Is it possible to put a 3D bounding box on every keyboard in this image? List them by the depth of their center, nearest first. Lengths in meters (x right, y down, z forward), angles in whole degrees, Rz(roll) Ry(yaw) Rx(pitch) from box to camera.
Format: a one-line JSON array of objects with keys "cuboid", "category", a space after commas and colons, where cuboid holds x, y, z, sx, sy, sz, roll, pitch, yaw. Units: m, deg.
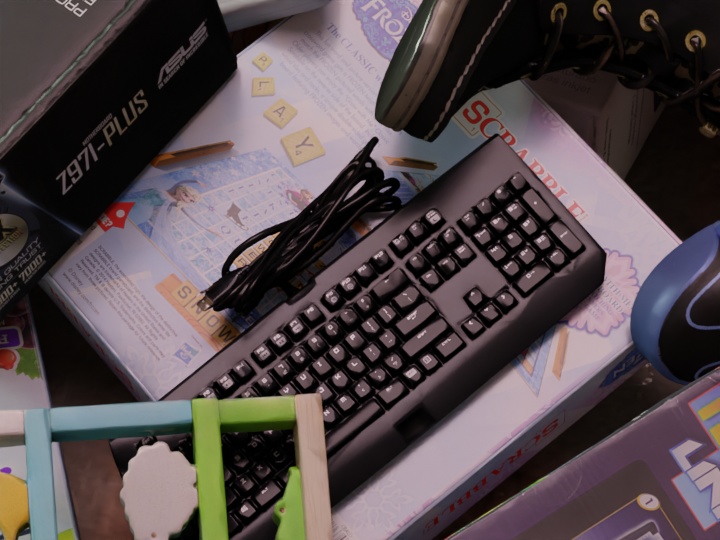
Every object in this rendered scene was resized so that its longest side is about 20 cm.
[{"cuboid": [-0.010, 0.020, 1.000, 0.200, 0.040, 0.104, -39, 72, -13], "category": "keyboard"}]

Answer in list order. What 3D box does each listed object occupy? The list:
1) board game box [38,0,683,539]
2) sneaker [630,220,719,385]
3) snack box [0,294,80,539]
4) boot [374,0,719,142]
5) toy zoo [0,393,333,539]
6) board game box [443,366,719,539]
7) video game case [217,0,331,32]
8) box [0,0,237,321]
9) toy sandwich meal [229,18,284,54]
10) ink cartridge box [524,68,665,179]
[{"cuboid": [0.000, 0.000, 1.052, 0.200, 0.041, 0.200, -37, 71, -12], "category": "board game box"}, {"cuboid": [0.202, 0.007, 0.986, 0.200, 0.070, 0.078, -17, 27, -1], "category": "sneaker"}, {"cuboid": [-0.183, 0.090, 1.026, 0.142, 0.053, 0.200, -10, 48, -8], "category": "snack box"}, {"cuboid": [0.105, -0.087, 1.039, 0.154, 0.073, 0.204, 34, 43, 0], "category": "boot"}, {"cuboid": [-0.108, 0.114, 0.947, 0.200, 0.020, 0.131, -4, 76, -8], "category": "toy zoo"}, {"cuboid": [0.107, 0.156, 0.880, 0.165, 0.057, 0.200, -30, 80, -12], "category": "board game box"}, {"cuboid": [-0.088, -0.180, 1.136, 0.200, 0.023, 0.182, -10, 71, 39], "category": "video game case"}, {"cuboid": [-0.178, -0.095, 1.045, 0.200, 0.086, 0.164, 35, 72, 24], "category": "box"}, {"cuboid": [-0.091, -0.172, 1.202, 0.205, 0.070, 0.205, -7, 76, 29], "category": "toy sandwich meal"}, {"cuboid": [0.076, -0.126, 1.198, 0.145, 0.084, 0.200, 19, 50, 17], "category": "ink cartridge box"}]
